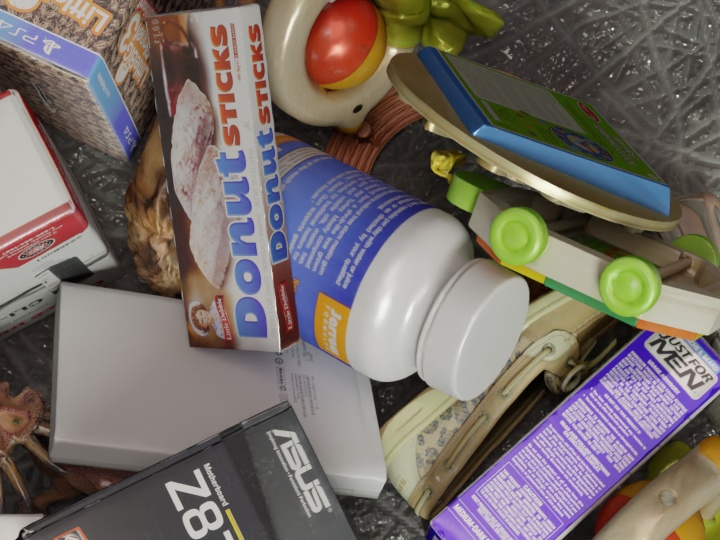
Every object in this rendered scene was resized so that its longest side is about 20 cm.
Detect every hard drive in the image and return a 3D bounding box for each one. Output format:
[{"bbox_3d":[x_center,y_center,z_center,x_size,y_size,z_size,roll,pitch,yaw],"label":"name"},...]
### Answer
[{"bbox_3d":[-0.088,0.073,0.860,0.199,0.026,0.132,9,40,-18],"label":"hard drive"}]

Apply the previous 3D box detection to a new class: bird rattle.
[{"bbox_3d":[0.161,0.167,0.844,0.199,0.163,0.113,-27,60,-15],"label":"bird rattle"},{"bbox_3d":[0.000,-0.168,0.889,0.112,0.200,0.164,33,94,25],"label":"bird rattle"}]

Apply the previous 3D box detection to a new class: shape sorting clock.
[{"bbox_3d":[0.104,-0.078,0.846,0.199,0.200,0.039,26,111,6],"label":"shape sorting clock"}]

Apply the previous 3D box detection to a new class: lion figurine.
[{"bbox_3d":[-0.112,-0.086,0.897,0.072,0.201,0.123,8,43,-3],"label":"lion figurine"}]

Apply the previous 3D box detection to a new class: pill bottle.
[{"bbox_3d":[0.000,0.000,0.869,0.199,0.112,0.112,28,78,27],"label":"pill bottle"}]

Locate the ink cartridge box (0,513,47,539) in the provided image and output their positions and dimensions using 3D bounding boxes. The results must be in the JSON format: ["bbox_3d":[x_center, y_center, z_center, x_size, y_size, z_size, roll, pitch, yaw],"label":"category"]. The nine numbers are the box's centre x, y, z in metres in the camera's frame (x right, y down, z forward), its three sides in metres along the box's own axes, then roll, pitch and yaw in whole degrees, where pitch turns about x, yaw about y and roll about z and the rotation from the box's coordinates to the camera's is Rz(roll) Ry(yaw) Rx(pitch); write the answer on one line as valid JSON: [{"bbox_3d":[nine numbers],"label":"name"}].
[{"bbox_3d":[-0.226,0.179,0.811,0.115,0.200,0.068,-2,77,-1],"label":"ink cartridge box"}]

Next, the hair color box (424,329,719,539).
[{"bbox_3d":[0.132,0.117,0.872,0.200,0.109,0.065,-39,78,-9],"label":"hair color box"}]

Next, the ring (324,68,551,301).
[{"bbox_3d":[0.067,-0.049,0.958,0.199,0.019,0.202,0,77,-1],"label":"ring"}]

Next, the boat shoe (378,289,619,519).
[{"bbox_3d":[0.100,0.078,0.898,0.200,0.073,0.063,-39,65,2],"label":"boat shoe"}]

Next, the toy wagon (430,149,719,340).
[{"bbox_3d":[0.127,-0.019,0.830,0.199,0.155,0.040,25,106,22],"label":"toy wagon"}]

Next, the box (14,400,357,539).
[{"bbox_3d":[-0.067,0.194,0.737,0.160,0.049,0.201,-23,83,-24],"label":"box"}]

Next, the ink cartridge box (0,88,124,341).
[{"bbox_3d":[-0.237,-0.016,0.858,0.144,0.200,0.084,-28,82,-6],"label":"ink cartridge box"}]

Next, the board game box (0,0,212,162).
[{"bbox_3d":[-0.162,-0.200,0.920,0.096,0.160,0.201,24,79,5],"label":"board game box"}]

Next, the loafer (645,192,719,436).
[{"bbox_3d":[0.245,0.039,0.914,0.062,0.072,0.201,-19,75,-12],"label":"loafer"}]

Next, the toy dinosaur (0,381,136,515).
[{"bbox_3d":[-0.159,0.113,0.860,0.198,0.136,0.087,5,77,0],"label":"toy dinosaur"}]

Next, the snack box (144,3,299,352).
[{"bbox_3d":[-0.081,-0.053,0.827,0.071,0.024,0.202,1,104,33],"label":"snack box"}]
